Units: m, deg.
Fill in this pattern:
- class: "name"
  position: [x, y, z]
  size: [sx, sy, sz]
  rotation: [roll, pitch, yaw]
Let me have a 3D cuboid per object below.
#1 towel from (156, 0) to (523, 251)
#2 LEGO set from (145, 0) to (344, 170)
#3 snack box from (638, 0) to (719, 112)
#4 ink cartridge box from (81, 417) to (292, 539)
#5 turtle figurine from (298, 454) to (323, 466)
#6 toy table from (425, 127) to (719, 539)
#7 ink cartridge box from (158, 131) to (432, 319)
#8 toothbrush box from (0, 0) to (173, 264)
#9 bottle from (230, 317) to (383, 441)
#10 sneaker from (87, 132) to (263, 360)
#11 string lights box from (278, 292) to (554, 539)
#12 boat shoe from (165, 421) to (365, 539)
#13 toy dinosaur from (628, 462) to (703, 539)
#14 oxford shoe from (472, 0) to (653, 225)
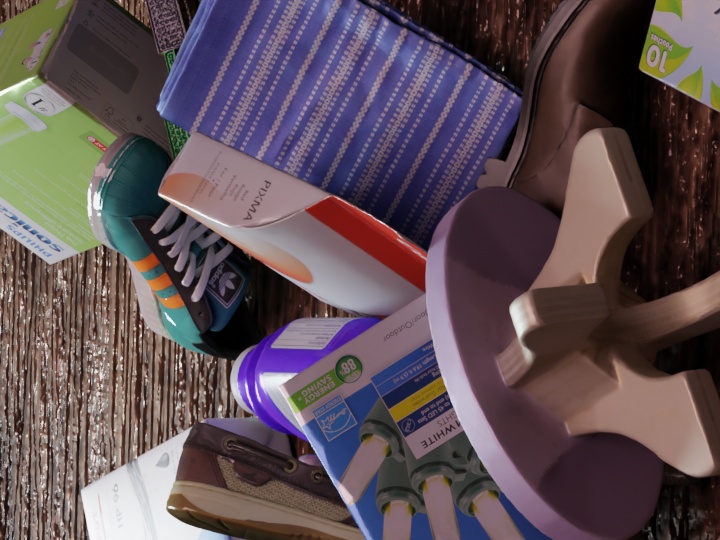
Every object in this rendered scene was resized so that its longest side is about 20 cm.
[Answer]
- class: "towel"
  position: [-0.014, -0.098, 1.615]
  size: [0.199, 0.024, 0.145]
  rotation: [31, 123, 2]
- class: "LEGO set"
  position: [-0.055, -0.134, 1.724]
  size: [0.153, 0.116, 0.201]
  rotation: [-24, 84, 19]
- class: "snack box"
  position: [0.230, -0.130, 1.327]
  size: [0.200, 0.053, 0.143]
  rotation: [34, 118, 48]
- class: "ink cartridge box"
  position: [-0.120, 0.181, 1.813]
  size: [0.200, 0.067, 0.117]
  rotation: [-31, 65, 48]
- class: "turtle figurine"
  position: [-0.012, 0.213, 1.655]
  size: [0.149, 0.100, 0.202]
  rotation: [1, 81, 41]
- class: "toy table"
  position: [0.121, 0.031, 1.408]
  size: [0.117, 0.183, 0.201]
  rotation: [-37, 77, 47]
- class: "ink cartridge box"
  position: [0.000, 0.000, 1.560]
  size: [0.200, 0.162, 0.050]
  rotation: [30, 87, 46]
- class: "toothbrush box"
  position: [-0.197, -0.095, 1.836]
  size: [0.199, 0.145, 0.087]
  rotation: [-20, 40, 50]
- class: "bottle"
  position: [-0.021, 0.069, 1.668]
  size: [0.065, 0.084, 0.200]
  rotation: [-49, 17, -17]
- class: "sneaker"
  position: [-0.109, -0.012, 1.740]
  size: [0.080, 0.200, 0.072]
  rotation: [24, 66, 28]
- class: "string lights box"
  position: [0.052, 0.123, 1.469]
  size: [0.102, 0.059, 0.201]
  rotation: [-32, 77, 6]
- class: "boat shoe"
  position: [-0.010, 0.131, 1.582]
  size: [0.072, 0.199, 0.067]
  rotation: [132, 148, -79]
- class: "toy dinosaur"
  position: [0.104, 0.115, 1.520]
  size: [0.200, 0.077, 0.103]
  rotation: [-20, 87, 55]
- class: "oxford shoe"
  position: [0.129, -0.080, 1.505]
  size: [0.084, 0.072, 0.201]
  rotation: [35, 121, 29]
